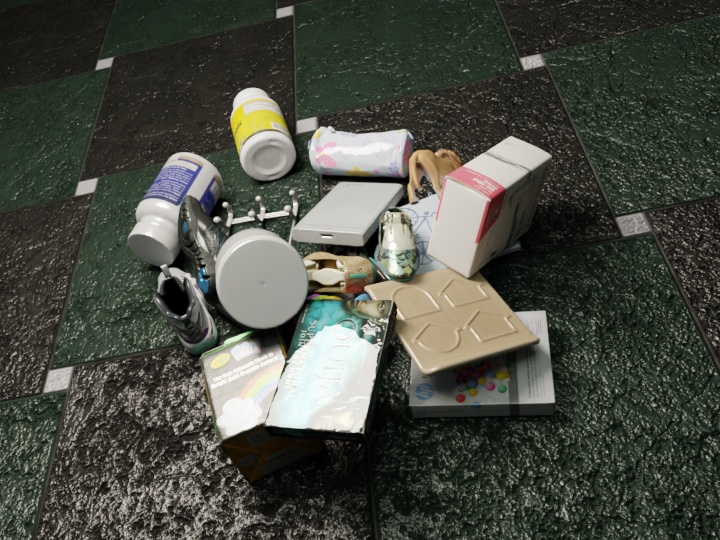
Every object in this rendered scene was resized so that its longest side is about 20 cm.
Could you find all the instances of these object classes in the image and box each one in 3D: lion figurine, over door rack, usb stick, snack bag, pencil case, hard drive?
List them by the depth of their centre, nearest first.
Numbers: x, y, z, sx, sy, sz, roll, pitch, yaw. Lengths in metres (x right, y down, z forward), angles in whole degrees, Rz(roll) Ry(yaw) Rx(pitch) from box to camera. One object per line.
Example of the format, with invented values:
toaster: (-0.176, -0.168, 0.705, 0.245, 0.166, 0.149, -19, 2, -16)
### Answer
usb stick: (-0.178, 0.077, 1.151, 0.199, 0.033, 0.055, 31, 45, 30)
lion figurine: (0.127, -0.164, 1.180, 0.072, 0.200, 0.124, -17, 77, 23)
snack bag: (0.147, -0.066, 1.206, 0.199, 0.021, 0.189, -21, 49, -7)
hard drive: (-0.018, -0.103, 1.228, 0.131, 0.027, 0.200, 5, 31, 23)
over door rack: (-0.190, -0.063, 1.263, 0.146, 0.067, 0.201, -8, 49, 9)
pencil case: (0.003, -0.225, 1.336, 0.198, 0.083, 0.091, 6, 74, 19)

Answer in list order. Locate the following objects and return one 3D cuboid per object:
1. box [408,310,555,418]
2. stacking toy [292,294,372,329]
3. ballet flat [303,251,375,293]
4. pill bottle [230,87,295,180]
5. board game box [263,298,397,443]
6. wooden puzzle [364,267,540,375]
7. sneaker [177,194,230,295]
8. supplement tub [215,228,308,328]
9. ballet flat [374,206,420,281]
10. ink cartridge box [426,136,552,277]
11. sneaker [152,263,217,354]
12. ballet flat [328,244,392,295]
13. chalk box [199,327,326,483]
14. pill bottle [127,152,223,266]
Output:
box: (0.173, 0.135, 1.014, 0.198, 0.041, 0.157, -4, 49, 13)
stacking toy: (-0.062, 0.076, 1.099, 0.110, 0.117, 0.199, -39, 40, -21)
ballet flat: (-0.061, 0.004, 1.122, 0.065, 0.071, 0.199, -5, -1, -41)
pill bottle: (-0.203, -0.283, 1.425, 0.110, 0.112, 0.201, -19, 47, -2)
board game box: (-0.034, 0.124, 0.915, 0.134, 0.028, 0.201, -1, 50, 20)
wooden puzzle: (0.125, 0.071, 0.999, 0.184, 0.047, 0.200, -12, 39, -24)
sneaker: (-0.259, -0.045, 1.207, 0.081, 0.073, 0.201, -8, 60, -32)
supplement tub: (-0.152, 0.007, 1.053, 0.131, 0.133, 0.200, -26, 12, -8)
ballet flat: (0.055, -0.051, 1.099, 0.074, 0.075, 0.200, -14, 22, 3)
ink cartridge box: (0.201, -0.102, 1.082, 0.083, 0.147, 0.200, 31, 43, 26)
sneaker: (-0.306, 0.030, 1.163, 0.077, 0.140, 0.200, -32, 50, -13)
ballet flat: (0.000, 0.000, 1.165, 0.068, 0.068, 0.200, -33, 39, -1)
chalk box: (-0.147, 0.173, 1.013, 0.124, 0.124, 0.201, -22, 47, -3)
pill bottle: (-0.348, -0.112, 1.311, 0.119, 0.120, 0.201, 6, 51, 20)
